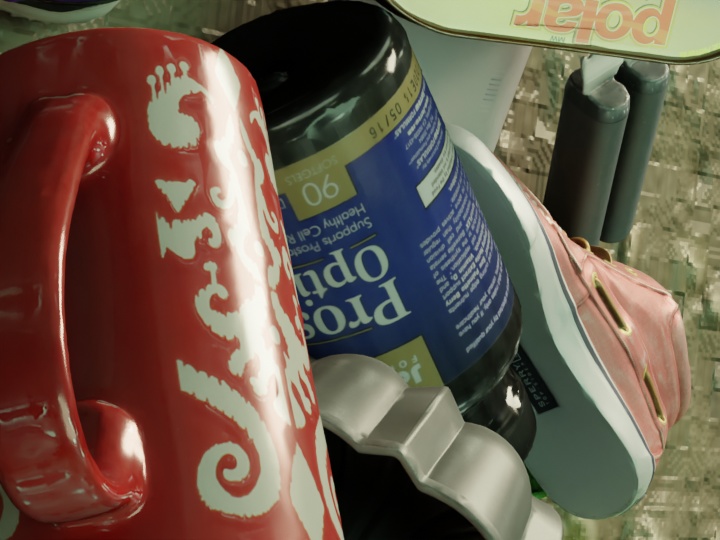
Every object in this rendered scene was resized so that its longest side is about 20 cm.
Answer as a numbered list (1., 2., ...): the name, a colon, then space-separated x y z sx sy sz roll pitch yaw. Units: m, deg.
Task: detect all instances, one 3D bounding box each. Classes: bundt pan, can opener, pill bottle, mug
1. bundt pan: -0.007 0.114 0.801 0.076 0.202 0.202 -50 126 -51
2. can opener: 0.108 -0.086 0.938 0.053 0.066 0.200 -32 145 -27
3. pill bottle: 0.000 0.000 0.843 0.112 0.112 0.200 -45 125 -31
4. mug: -0.068 0.023 0.661 0.133 0.178 0.200 1 64 -18

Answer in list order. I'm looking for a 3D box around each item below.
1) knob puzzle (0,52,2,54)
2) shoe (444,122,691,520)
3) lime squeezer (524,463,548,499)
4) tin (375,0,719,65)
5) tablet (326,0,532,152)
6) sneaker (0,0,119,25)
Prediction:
1. knob puzzle: -0.121 0.017 0.791 0.219 0.030 0.220 -3 95 -43
2. shoe: 0.084 0.010 0.950 0.200 0.071 0.091 60 37 -13
3. lime squeezer: 0.069 0.083 0.978 0.200 0.038 0.071 32 40 -39
4. tin: 0.084 -0.143 0.827 0.200 0.042 0.112 6 94 -18
5. tablet: 0.044 -0.136 0.890 0.130 0.014 0.200 1 117 -43
6. sneaker: -0.136 -0.126 0.711 0.200 0.099 0.070 -11 88 -44
